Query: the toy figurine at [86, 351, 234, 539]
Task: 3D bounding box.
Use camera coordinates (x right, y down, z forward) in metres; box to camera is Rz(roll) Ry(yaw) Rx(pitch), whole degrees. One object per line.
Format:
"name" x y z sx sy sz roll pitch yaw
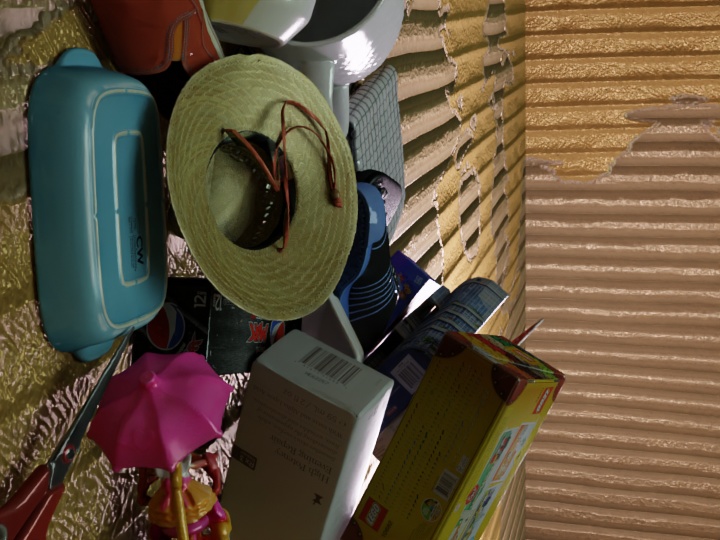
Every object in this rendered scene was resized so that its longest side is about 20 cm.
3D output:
"toy figurine" -0.122 0.146 0.693 0.200 0.147 0.188 -152 -123 -84

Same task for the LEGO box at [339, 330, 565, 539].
"LEGO box" 0.085 0.160 0.890 0.202 0.077 0.148 -63 155 7

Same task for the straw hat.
"straw hat" -0.092 -0.054 0.750 0.200 0.084 0.205 17 68 -49

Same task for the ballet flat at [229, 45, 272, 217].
"ballet flat" -0.089 -0.102 0.855 0.072 0.071 0.203 63 33 -59

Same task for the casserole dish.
"casserole dish" -0.163 -0.041 0.662 0.121 0.038 0.204 -29 120 -71

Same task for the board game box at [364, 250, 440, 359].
"board game box" 0.023 0.049 1.119 0.135 0.045 0.200 -49 173 3

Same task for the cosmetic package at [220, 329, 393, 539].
"cosmetic package" -0.051 0.161 0.841 0.074 0.101 0.203 -35 145 -57

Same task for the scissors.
"scissors" -0.181 0.124 0.611 0.201 0.014 0.074 -59 143 -44

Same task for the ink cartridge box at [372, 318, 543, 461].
"ink cartridge box" 0.093 0.121 1.079 0.174 0.044 0.200 -45 175 -22

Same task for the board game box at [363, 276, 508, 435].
"board game box" 0.052 0.082 1.018 0.200 0.062 0.200 -50 175 39

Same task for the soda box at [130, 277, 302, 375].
"soda box" -0.107 0.046 0.817 0.200 0.062 0.072 16 78 -73

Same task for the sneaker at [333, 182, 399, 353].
"sneaker" 0.000 0.000 0.922 0.077 0.070 0.202 -23 142 -37

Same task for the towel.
"towel" -0.014 -0.101 1.093 0.166 0.084 0.203 -62 151 -53

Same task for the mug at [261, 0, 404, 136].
"mug" -0.030 -0.214 0.903 0.175 0.145 0.204 44 44 -80

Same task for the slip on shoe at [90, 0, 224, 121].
"slip on shoe" -0.141 -0.162 0.676 0.200 0.073 0.062 65 34 -67

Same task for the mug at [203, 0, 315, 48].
"mug" -0.100 -0.254 0.746 0.149 0.184 0.156 -162 -98 -72

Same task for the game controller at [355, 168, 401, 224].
"game controller" -0.024 -0.004 0.988 0.202 0.042 0.104 -59 152 4

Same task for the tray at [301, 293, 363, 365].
"tray" -0.036 0.104 0.921 0.202 0.022 0.108 108 -33 -42
